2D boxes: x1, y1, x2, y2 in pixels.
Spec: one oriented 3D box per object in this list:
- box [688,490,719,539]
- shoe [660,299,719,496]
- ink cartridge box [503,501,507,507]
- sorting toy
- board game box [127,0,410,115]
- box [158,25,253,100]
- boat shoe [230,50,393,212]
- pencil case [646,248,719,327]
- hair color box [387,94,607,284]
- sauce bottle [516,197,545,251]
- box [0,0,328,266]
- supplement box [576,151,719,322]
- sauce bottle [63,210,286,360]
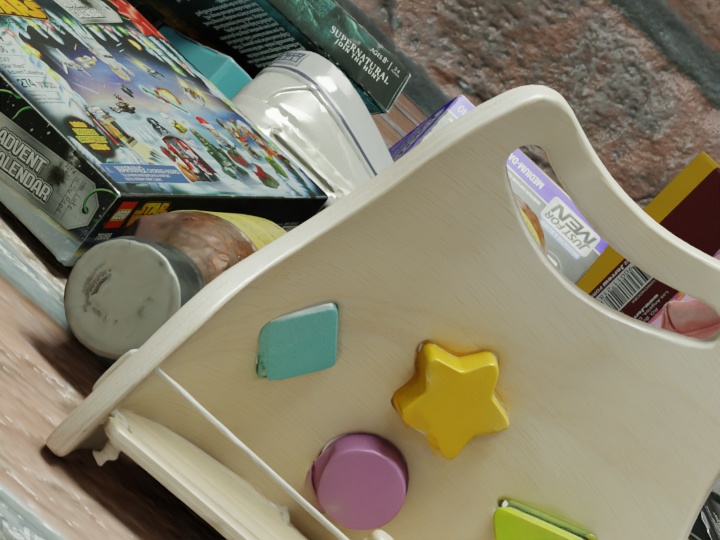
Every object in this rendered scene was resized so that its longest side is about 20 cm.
[{"bbox_3d":[0.173,0.191,1.107,0.198,0.050,0.200,34,32,-63],"label":"box"},{"bbox_3d":[0.152,0.068,1.199,0.200,0.071,0.091,127,-37,-68],"label":"shoe"},{"bbox_3d":[0.063,0.108,1.131,0.145,0.048,0.200,24,40,-41],"label":"ink cartridge box"},{"bbox_3d":[0.035,0.042,0.878,0.200,0.180,0.107,43,7,-14],"label":"sorting toy"},{"bbox_3d":[-0.082,-0.116,1.371,0.135,0.028,0.200,42,-26,-25],"label":"board game box"},{"bbox_3d":[-0.032,-0.030,1.356,0.200,0.049,0.082,45,-7,-30],"label":"box"},{"bbox_3d":[0.000,0.000,1.267,0.071,0.070,0.200,-14,-69,51],"label":"boat shoe"},{"bbox_3d":[0.179,0.046,1.350,0.087,0.200,0.087,44,-11,11],"label":"pencil case"},{"bbox_3d":[0.044,-0.014,1.469,0.109,0.065,0.200,43,-16,-5],"label":"hair color box"},{"bbox_3d":[0.017,0.011,1.027,0.066,0.066,0.200,45,19,6],"label":"sauce bottle"},{"bbox_3d":[-0.107,-0.062,1.130,0.137,0.040,0.200,43,16,15],"label":"box"},{"bbox_3d":[0.196,0.083,1.507,0.133,0.197,0.200,40,9,-36],"label":"supplement box"},{"bbox_3d":[-0.062,0.008,1.006,0.066,0.066,0.200,45,6,9],"label":"sauce bottle"}]
